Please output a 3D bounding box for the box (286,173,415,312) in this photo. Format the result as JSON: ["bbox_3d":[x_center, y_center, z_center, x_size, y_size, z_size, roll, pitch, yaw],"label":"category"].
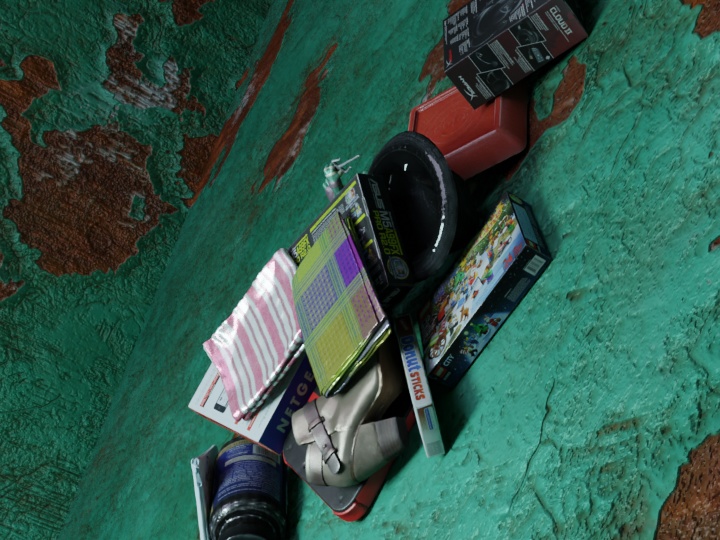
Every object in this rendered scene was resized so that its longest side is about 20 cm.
[{"bbox_3d":[-0.018,-0.004,1.448,0.200,0.044,0.162,-44,52,45],"label":"box"}]

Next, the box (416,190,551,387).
[{"bbox_3d":[0.140,0.021,1.319,0.201,0.037,0.137,-56,19,23],"label":"box"}]

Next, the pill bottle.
[{"bbox_3d":[-0.159,0.337,1.596,0.112,0.111,0.201,-55,19,24],"label":"pill bottle"}]

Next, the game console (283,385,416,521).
[{"bbox_3d":[-0.015,0.208,1.438,0.178,0.031,0.200,-58,35,0],"label":"game console"}]

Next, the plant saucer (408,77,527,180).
[{"bbox_3d":[0.135,-0.196,1.526,0.198,0.037,0.201,-25,35,30],"label":"plant saucer"}]

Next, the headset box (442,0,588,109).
[{"bbox_3d":[0.208,-0.327,1.480,0.199,0.077,0.150,-30,32,24],"label":"headset box"}]

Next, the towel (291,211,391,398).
[{"bbox_3d":[-0.029,0.043,1.373,0.144,0.023,0.201,-53,40,30],"label":"towel"}]

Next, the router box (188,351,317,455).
[{"bbox_3d":[-0.134,0.139,1.582,0.179,0.049,0.201,16,73,48],"label":"router box"}]

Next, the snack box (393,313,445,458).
[{"bbox_3d":[0.068,0.132,1.321,0.024,0.073,0.201,-15,28,2],"label":"snack box"}]

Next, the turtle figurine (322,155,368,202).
[{"bbox_3d":[0.009,-0.123,1.744,0.200,0.148,0.102,-153,74,-75],"label":"turtle figurine"}]

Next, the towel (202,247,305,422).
[{"bbox_3d":[-0.135,0.087,1.512,0.200,0.030,0.147,-52,46,23],"label":"towel"}]

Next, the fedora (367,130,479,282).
[{"bbox_3d":[0.087,-0.079,1.419,0.200,0.091,0.203,-3,86,56],"label":"fedora"}]

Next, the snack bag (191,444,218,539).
[{"bbox_3d":[-0.221,0.361,1.646,0.200,0.021,0.191,77,-173,-87],"label":"snack bag"}]

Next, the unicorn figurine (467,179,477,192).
[{"bbox_3d":[0.100,-0.091,1.557,0.138,0.073,0.200,-56,3,24],"label":"unicorn figurine"}]

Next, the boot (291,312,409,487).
[{"bbox_3d":[-0.018,0.162,1.370,0.145,0.070,0.202,-20,59,25],"label":"boot"}]
